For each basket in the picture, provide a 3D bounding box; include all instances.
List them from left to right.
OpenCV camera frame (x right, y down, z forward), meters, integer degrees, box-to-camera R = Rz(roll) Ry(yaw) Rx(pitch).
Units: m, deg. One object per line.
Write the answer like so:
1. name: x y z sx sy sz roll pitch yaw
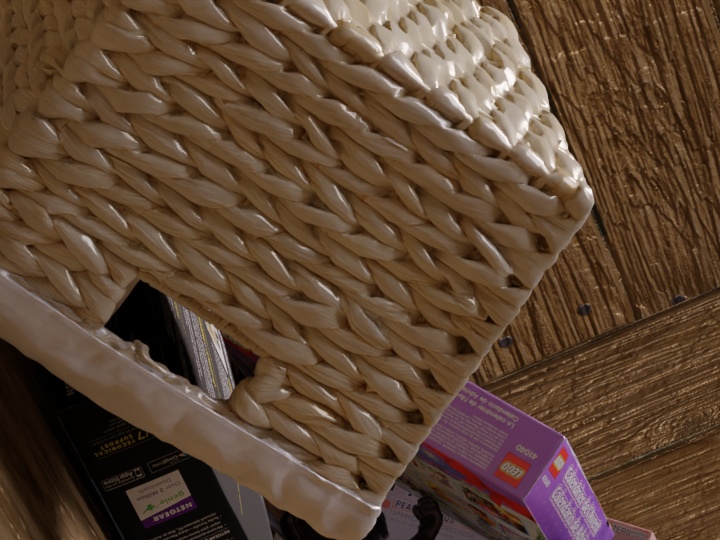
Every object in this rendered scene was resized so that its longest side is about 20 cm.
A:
1. basket: -0.042 -0.046 1.096 0.198 0.161 0.200 33 16 -19

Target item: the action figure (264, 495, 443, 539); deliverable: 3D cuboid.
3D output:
1. action figure: -0.017 0.112 1.483 0.130 0.070 0.200 23 -12 19

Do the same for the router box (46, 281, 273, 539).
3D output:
1. router box: -0.088 0.041 1.250 0.200 0.051 0.150 -107 175 -53

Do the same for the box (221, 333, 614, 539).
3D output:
1. box: 0.023 0.073 1.471 0.199 0.039 0.137 30 -13 25

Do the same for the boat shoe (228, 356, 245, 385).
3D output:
1. boat shoe: -0.053 0.042 1.703 0.072 0.072 0.200 29 31 -10

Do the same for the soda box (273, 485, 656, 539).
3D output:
1. soda box: 0.058 0.150 1.609 0.064 0.199 0.069 58 50 -65
